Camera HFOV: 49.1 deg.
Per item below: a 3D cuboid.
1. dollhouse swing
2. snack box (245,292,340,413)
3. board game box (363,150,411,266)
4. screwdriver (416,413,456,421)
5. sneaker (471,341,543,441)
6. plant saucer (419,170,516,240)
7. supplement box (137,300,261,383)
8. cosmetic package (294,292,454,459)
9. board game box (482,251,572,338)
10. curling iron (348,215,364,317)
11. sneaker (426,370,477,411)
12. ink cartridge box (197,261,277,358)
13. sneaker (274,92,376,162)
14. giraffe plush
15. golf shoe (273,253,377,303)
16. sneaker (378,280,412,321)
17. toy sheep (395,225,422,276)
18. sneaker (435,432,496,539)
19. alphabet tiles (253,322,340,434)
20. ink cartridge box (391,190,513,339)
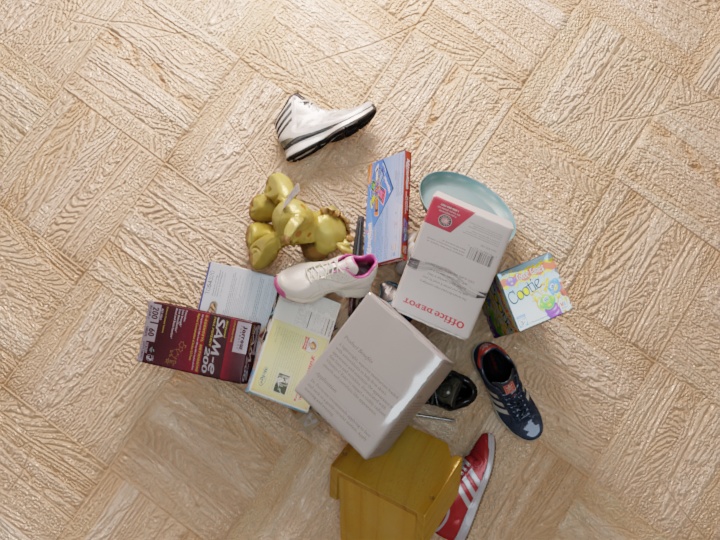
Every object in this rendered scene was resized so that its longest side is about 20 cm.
[{"bbox_3d":[0.066,0.402,1.379,0.197,0.179,0.182,17,46,33],"label":"dollhouse swing"},{"bbox_3d":[-0.118,0.135,1.394,0.114,0.037,0.205,22,75,-15],"label":"snack box"},{"bbox_3d":[0.049,-0.111,1.453,0.019,0.102,0.206,16,70,-40],"label":"board game box"},{"bbox_3d":[0.078,0.264,1.443,0.195,0.028,0.030,13,53,3],"label":"screwdriver"},{"bbox_3d":[0.270,0.221,1.431,0.074,0.085,0.202,-33,85,-7],"label":"sneaker"},{"bbox_3d":[0.193,-0.108,1.449,0.195,0.028,0.203,16,40,-13],"label":"plant saucer"},{"bbox_3d":[-0.283,0.126,1.387,0.195,0.061,0.112,10,86,9],"label":"supplement box"},{"bbox_3d":[0.028,0.174,1.297,0.164,0.165,0.201,40,91,16],"label":"cosmetic package"},{"bbox_3d":[0.284,0.049,1.397,0.103,0.200,0.105,-21,83,-5],"label":"board game box"},{"bbox_3d":[0.000,0.000,1.480,0.048,0.026,0.206,0,83,-5],"label":"curling iron"},{"bbox_3d":[0.117,0.207,1.414,0.194,0.114,0.078,9,80,1],"label":"sneaker"},{"bbox_3d":[-0.203,0.102,1.449,0.195,0.043,0.202,13,84,0],"label":"ink cartridge box"},{"bbox_3d":[-0.074,-0.300,1.493,0.197,0.076,0.118,-26,86,-3],"label":"sneaker"},{"bbox_3d":[-0.098,-0.080,1.436,0.159,0.198,0.177,17,65,-33],"label":"giraffe plush"},{"bbox_3d":[-0.056,0.004,1.384,0.196,0.092,0.077,-6,60,-32],"label":"golf shoe"},{"bbox_3d":[0.025,0.115,1.436,0.081,0.073,0.202,35,89,21],"label":"sneaker"},{"bbox_3d":[0.130,-0.013,1.436,0.199,0.138,0.138,40,82,18],"label":"toy sheep"},{"bbox_3d":[0.166,0.375,1.412,0.110,0.071,0.204,21,84,-3],"label":"sneaker"},{"bbox_3d":[-0.094,0.163,1.431,0.166,0.008,0.202,-40,99,-15],"label":"alphabet tiles"},{"bbox_3d":[0.153,-0.009,1.327,0.142,0.083,0.204,22,104,4],"label":"ink cartridge box"}]
